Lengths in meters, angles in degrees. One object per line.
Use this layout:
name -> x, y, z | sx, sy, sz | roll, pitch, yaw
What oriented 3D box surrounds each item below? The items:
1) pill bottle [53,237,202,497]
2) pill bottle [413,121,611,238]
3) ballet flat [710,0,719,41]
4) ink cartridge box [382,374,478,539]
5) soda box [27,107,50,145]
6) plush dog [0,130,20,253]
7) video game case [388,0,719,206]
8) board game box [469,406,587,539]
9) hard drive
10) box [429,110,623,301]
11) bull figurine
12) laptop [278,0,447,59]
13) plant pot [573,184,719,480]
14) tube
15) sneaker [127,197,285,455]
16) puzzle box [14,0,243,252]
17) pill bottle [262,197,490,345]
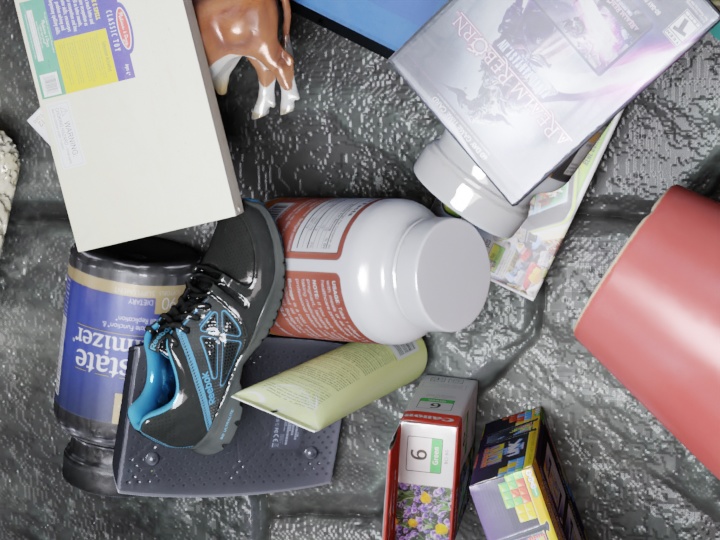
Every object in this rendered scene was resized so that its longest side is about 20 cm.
pill bottle -> -0.194, 0.078, 1.543 | 0.111, 0.112, 0.202 | 9, 103, 7
pill bottle -> 0.133, -0.131, 1.404 | 0.116, 0.116, 0.201 | 35, 105, 1
ballet flat -> 0.357, -0.165, 1.431 | 0.200, 0.072, 0.072 | 34, 105, 1
ink cartridge box -> 0.056, 0.162, 1.473 | 0.050, 0.200, 0.110 | 5, 103, 8
soda box -> -0.173, -0.168, 1.511 | 0.200, 0.064, 0.068 | -43, 93, 14
plush dog -> -0.377, -0.021, 1.503 | 0.171, 0.161, 0.201 | 14, 118, -12
video game case -> 0.136, -0.165, 1.330 | 0.200, 0.019, 0.143 | -42, 83, 16
board game box -> 0.148, 0.230, 1.491 | 0.056, 0.165, 0.201 | -18, 98, 12
hard drive -> -0.106, 0.114, 1.518 | 0.199, 0.042, 0.136 | 1, 105, -33
box -> 0.133, -0.089, 1.492 | 0.109, 0.035, 0.201 | 24, 105, 4
bull figurine -> -0.140, -0.156, 1.443 | 0.199, 0.065, 0.122 | -20, 102, 15
laptop -> 0.019, -0.248, 1.384 | 0.176, 0.200, 0.104 | 24, 77, -18
plant pot -> 0.272, 0.042, 1.427 | 0.177, 0.200, 0.201 | 35, 105, 10
tube -> -0.017, 0.087, 1.469 | 0.058, 0.200, 0.052 | -27, 87, 32
sneaker -> -0.116, 0.040, 1.420 | 0.073, 0.082, 0.201 | 14, 91, 50
puzzle box -> -0.174, -0.125, 1.406 | 0.132, 0.025, 0.201 | -11, 97, 15
pill bottle -> 0.000, 0.000, 1.449 | 0.199, 0.112, 0.113 | 3, 106, 45
